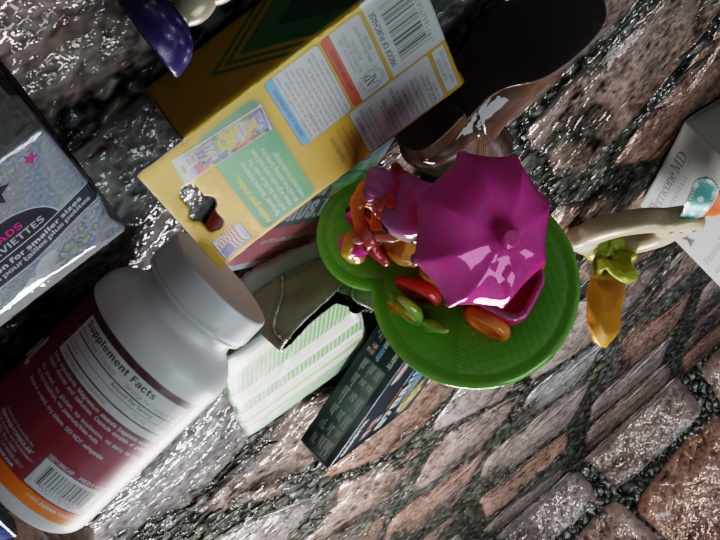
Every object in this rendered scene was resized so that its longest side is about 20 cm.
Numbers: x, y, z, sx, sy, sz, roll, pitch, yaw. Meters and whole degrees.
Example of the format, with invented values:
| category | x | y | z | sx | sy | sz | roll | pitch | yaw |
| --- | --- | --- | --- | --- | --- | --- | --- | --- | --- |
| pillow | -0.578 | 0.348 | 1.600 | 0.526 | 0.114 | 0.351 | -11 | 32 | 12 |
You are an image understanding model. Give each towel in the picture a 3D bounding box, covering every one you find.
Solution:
| category | x | y | z | sx | sy | sz | roll | pitch | yaw |
| --- | --- | --- | --- | --- | --- | --- | --- | --- | --- |
| towel | -0.060 | 0.074 | 1.152 | 0.152 | 0.023 | 0.200 | -36 | 159 | -11 |

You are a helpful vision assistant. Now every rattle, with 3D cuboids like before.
| category | x | y | z | sx | sy | sz | roll | pitch | yaw |
| --- | --- | --- | --- | --- | --- | --- | --- | --- | --- |
| rattle | 0.337 | -0.012 | 1.409 | 0.198 | 0.144 | 0.130 | -12 | 149 | 30 |

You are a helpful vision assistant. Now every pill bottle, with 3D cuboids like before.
| category | x | y | z | sx | sy | sz | roll | pitch | yaw |
| --- | --- | --- | --- | --- | --- | --- | --- | --- | --- |
| pill bottle | -0.163 | 0.073 | 0.851 | 0.200 | 0.113 | 0.113 | -43 | 158 | 8 |

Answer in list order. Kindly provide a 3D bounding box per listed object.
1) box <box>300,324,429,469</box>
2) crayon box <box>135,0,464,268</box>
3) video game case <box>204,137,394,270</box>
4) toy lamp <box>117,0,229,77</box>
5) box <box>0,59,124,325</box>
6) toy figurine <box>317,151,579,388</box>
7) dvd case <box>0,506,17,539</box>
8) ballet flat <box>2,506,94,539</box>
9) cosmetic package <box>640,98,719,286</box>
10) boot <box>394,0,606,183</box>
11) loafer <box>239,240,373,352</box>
| category | x | y | z | sx | sy | sz | roll | pitch | yaw |
| --- | --- | --- | --- | --- | --- | --- | --- | --- | --- |
| box | 0.037 | 0.099 | 1.295 | 0.159 | 0.046 | 0.201 | -30 | 158 | -50 |
| crayon box | -0.042 | -0.104 | 0.767 | 0.199 | 0.052 | 0.126 | -38 | 149 | -2 |
| video game case | -0.034 | -0.078 | 0.906 | 0.142 | 0.017 | 0.201 | -13 | 145 | -50 |
| toy lamp | -0.034 | -0.182 | 0.658 | 0.199 | 0.058 | 0.058 | -37 | 158 | -3 |
| box | -0.227 | -0.020 | 0.539 | 0.200 | 0.132 | 0.115 | -39 | 160 | -6 |
| toy figurine | 0.053 | -0.026 | 0.824 | 0.151 | 0.199 | 0.184 | -60 | 168 | -12 |
| dvd case | -0.335 | 0.178 | 0.805 | 0.198 | 0.018 | 0.143 | -16 | 156 | -7 |
| ballet flat | -0.272 | 0.252 | 1.077 | 0.068 | 0.067 | 0.200 | -40 | 159 | 1 |
| cosmetic package | 0.474 | -0.091 | 1.477 | 0.166 | 0.200 | 0.168 | -30 | 156 | -25 |
| boot | 0.111 | -0.124 | 0.981 | 0.186 | 0.065 | 0.200 | -33 | 163 | 3 |
| loafer | 0.000 | 0.000 | 0.971 | 0.199 | 0.070 | 0.075 | -28 | 168 | -3 |
